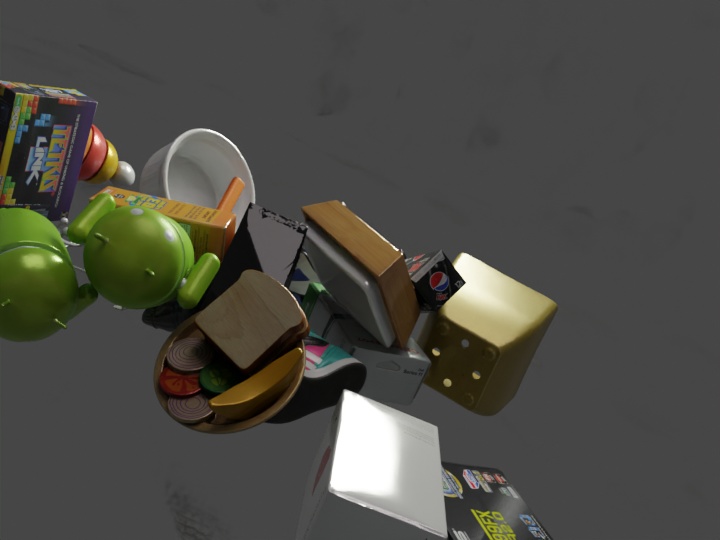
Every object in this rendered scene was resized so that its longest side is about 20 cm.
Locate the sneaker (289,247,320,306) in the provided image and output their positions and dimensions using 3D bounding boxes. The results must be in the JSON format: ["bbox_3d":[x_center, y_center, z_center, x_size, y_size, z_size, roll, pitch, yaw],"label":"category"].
[{"bbox_3d":[-0.132,-0.017,1.308,0.195,0.117,0.081,20,33,-13],"label":"sneaker"}]

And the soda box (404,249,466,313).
[{"bbox_3d":[0.088,0.021,1.185,0.064,0.071,0.200,50,-13,-6],"label":"soda box"}]

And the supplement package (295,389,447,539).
[{"bbox_3d":[0.008,0.232,0.768,0.117,0.124,0.200,22,16,-4],"label":"supplement package"}]

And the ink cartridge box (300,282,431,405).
[{"bbox_3d":[0.000,0.111,1.187,0.144,0.085,0.200,15,20,-28],"label":"ink cartridge box"}]

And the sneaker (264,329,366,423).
[{"bbox_3d":[-0.099,0.128,1.007,0.197,0.086,0.120,-3,24,-43],"label":"sneaker"}]

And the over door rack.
[{"bbox_3d":[-0.368,-0.027,1.123,0.197,0.068,0.147,29,18,16],"label":"over door rack"}]

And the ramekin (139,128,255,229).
[{"bbox_3d":[-0.287,-0.134,1.334,0.096,0.206,0.198,-9,-8,39],"label":"ramekin"}]

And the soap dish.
[{"bbox_3d":[0.000,0.000,1.109,0.200,0.081,0.159,42,-19,41],"label":"soap dish"}]

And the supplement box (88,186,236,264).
[{"bbox_3d":[-0.278,-0.060,1.074,0.195,0.070,0.067,10,22,2],"label":"supplement box"}]

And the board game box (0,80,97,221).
[{"bbox_3d":[-0.492,-0.172,1.151,0.056,0.204,0.165,26,17,18],"label":"board game box"}]

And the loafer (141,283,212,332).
[{"bbox_3d":[-0.251,0.031,1.104,0.070,0.075,0.200,-1,15,5],"label":"loafer"}]

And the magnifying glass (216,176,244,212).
[{"bbox_3d":[-0.243,-0.074,1.284,0.022,0.203,0.080,-10,-43,38],"label":"magnifying glass"}]

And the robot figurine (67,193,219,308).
[{"bbox_3d":[-0.266,-0.014,0.932,0.173,0.117,0.200,32,-4,-4],"label":"robot figurine"}]

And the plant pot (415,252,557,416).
[{"bbox_3d":[0.181,0.121,1.252,0.191,0.199,0.199,28,24,16],"label":"plant pot"}]

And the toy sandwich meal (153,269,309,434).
[{"bbox_3d":[-0.149,0.093,0.896,0.199,0.071,0.208,-2,48,2],"label":"toy sandwich meal"}]

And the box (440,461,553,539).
[{"bbox_3d":[0.142,0.301,0.883,0.157,0.045,0.200,16,19,-28],"label":"box"}]

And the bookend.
[{"bbox_3d":[-0.163,0.047,1.098,0.090,0.200,0.203,22,61,-3],"label":"bookend"}]

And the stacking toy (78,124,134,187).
[{"bbox_3d":[-0.508,-0.209,1.438,0.146,0.147,0.199,39,3,42],"label":"stacking toy"}]

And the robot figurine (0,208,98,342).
[{"bbox_3d":[-0.398,0.004,0.900,0.174,0.117,0.200,26,12,-41],"label":"robot figurine"}]
